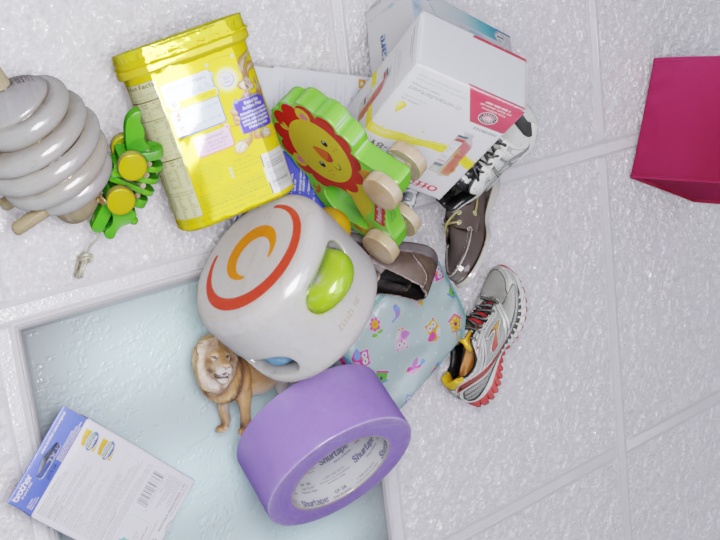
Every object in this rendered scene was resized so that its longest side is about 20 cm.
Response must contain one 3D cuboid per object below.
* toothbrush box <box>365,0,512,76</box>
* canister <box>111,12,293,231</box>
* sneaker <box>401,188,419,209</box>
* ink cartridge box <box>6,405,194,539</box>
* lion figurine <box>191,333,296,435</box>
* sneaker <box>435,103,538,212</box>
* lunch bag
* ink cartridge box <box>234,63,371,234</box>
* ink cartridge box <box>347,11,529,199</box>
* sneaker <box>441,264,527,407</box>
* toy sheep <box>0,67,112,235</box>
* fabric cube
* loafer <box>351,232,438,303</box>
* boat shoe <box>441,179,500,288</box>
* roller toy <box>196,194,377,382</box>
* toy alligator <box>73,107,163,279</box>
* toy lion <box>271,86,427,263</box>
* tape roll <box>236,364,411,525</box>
[{"bbox_3d":[0.108,-0.256,1.444,0.199,0.085,0.148,17,58,-38],"label":"toothbrush box"},{"bbox_3d":[-0.168,-0.161,1.232,0.147,0.086,0.202,-23,106,-16],"label":"canister"},{"bbox_3d":[0.073,-0.110,1.461,0.115,0.074,0.202,27,65,-45],"label":"sneaker"},{"bbox_3d":[-0.288,0.241,1.244,0.200,0.042,0.120,41,70,-38],"label":"ink cartridge box"},{"bbox_3d":[-0.121,0.126,1.357,0.199,0.072,0.124,-10,98,-50],"label":"lion figurine"},{"bbox_3d":[0.155,-0.137,1.404,0.075,0.200,0.088,40,58,8],"label":"sneaker"},{"bbox_3d":[0.042,0.071,1.472,0.200,0.077,0.161,-47,121,-25],"label":"lunch bag"},{"bbox_3d":[-0.075,-0.144,1.368,0.198,0.047,0.200,-1,98,-38],"label":"ink cartridge box"},{"bbox_3d":[0.082,-0.184,1.310,0.144,0.200,0.084,19,55,-19],"label":"ink cartridge box"},{"bbox_3d":[0.173,0.088,1.583,0.082,0.077,0.202,22,81,-38],"label":"sneaker"},{"bbox_3d":[-0.320,-0.123,1.113,0.138,0.137,0.201,-50,141,-23],"label":"toy sheep"},{"bbox_3d":[0.582,-0.219,1.806,0.199,0.195,0.202,13,88,-40],"label":"fabric cube"},{"bbox_3d":[0.000,0.000,1.376,0.197,0.073,0.072,2,53,-5],"label":"loafer"},{"bbox_3d":[0.139,-0.066,1.511,0.059,0.072,0.201,34,50,-21],"label":"boat shoe"},{"bbox_3d":[-0.079,0.022,1.260,0.182,0.201,0.140,-38,127,12],"label":"roller toy"},{"bbox_3d":[-0.249,-0.075,1.192,0.054,0.059,0.202,12,113,-28],"label":"toy alligator"},{"bbox_3d":[-0.021,-0.119,1.293,0.069,0.191,0.201,-50,162,-22],"label":"toy lion"},{"bbox_3d":[-0.043,0.210,1.347,0.198,0.085,0.201,-25,147,-18],"label":"tape roll"}]
